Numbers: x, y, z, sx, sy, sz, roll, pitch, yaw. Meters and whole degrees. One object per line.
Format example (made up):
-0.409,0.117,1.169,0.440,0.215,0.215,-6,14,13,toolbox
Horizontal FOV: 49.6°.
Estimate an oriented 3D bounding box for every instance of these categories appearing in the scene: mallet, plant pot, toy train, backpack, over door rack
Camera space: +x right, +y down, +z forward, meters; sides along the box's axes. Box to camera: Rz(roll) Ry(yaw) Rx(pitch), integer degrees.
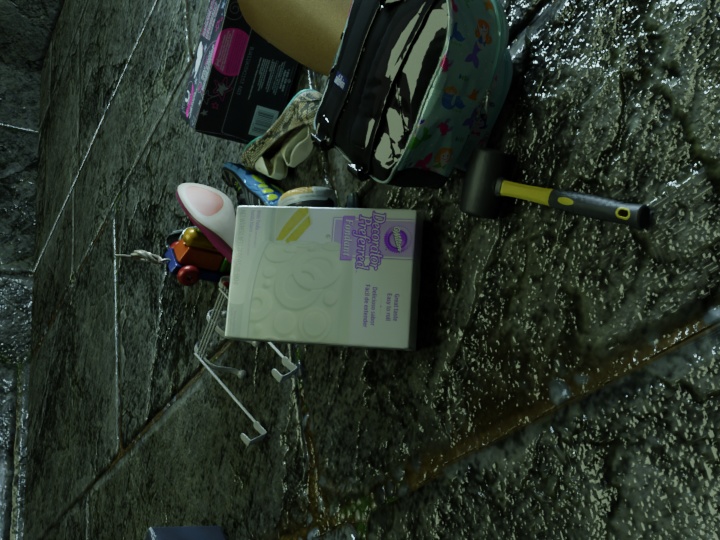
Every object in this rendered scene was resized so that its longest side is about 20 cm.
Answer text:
0.163,-0.074,0.672,0.200,0.041,0.066,11,96,54,mallet
-0.021,-0.299,0.901,0.200,0.186,0.187,54,128,35,plant pot
-0.254,-0.045,1.175,0.116,0.199,0.085,-60,37,22,toy train
0.055,-0.195,0.758,0.178,0.150,0.201,45,129,45,backpack
-0.159,0.126,1.112,0.200,0.066,0.148,51,130,34,over door rack

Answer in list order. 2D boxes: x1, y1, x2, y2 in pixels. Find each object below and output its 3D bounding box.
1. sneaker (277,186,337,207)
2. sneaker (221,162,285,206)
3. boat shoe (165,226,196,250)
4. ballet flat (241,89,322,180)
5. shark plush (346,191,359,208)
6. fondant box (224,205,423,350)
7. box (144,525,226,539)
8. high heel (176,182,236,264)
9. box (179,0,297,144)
-0.066,-0.032,0.967,0.200,0.075,0.088,111,153,-66,sneaker
-0.165,-0.105,1.165,0.200,0.071,0.083,43,113,50,sneaker
-0.285,-0.043,1.342,0.199,0.068,0.074,20,100,57,boat shoe
-0.109,-0.175,1.104,0.200,0.068,0.076,-34,64,46,ballet flat
0.000,0.000,0.919,0.083,0.091,0.200,-24,40,32,shark plush
-0.037,0.007,0.833,0.058,0.199,0.145,38,-125,-76,fondant box
-0.248,0.504,1.101,0.198,0.123,0.201,43,117,52,box
-0.193,-0.040,1.117,0.200,0.067,0.096,43,145,15,high heel
-0.176,-0.303,1.172,0.115,0.132,0.201,47,122,56,box
